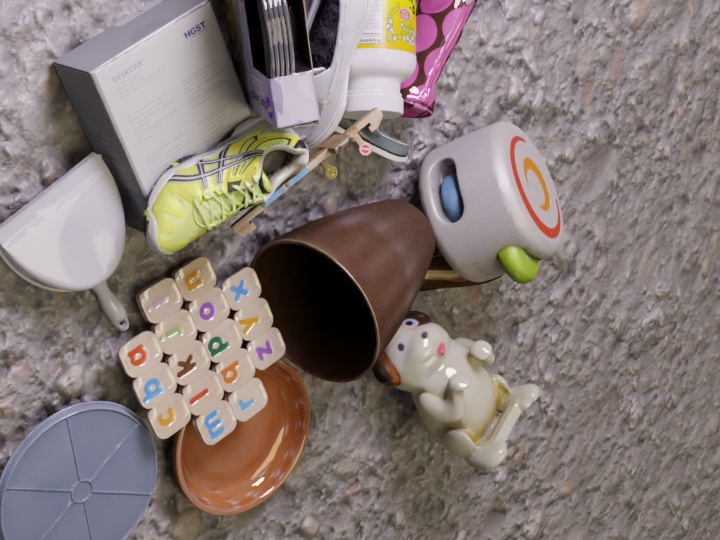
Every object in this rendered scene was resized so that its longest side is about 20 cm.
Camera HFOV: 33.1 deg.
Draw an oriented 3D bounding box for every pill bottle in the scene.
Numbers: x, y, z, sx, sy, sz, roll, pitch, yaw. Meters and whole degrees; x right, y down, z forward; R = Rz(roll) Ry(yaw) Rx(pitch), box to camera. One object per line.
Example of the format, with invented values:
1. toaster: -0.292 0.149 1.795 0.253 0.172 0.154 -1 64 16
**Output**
1. pill bottle: 0.011 -0.274 1.357 0.104 0.104 0.202 1 89 -43

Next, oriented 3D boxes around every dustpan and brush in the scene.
1. dustpan and brush: -0.282 -0.008 1.254 0.139 0.057 0.201 -42 123 -23

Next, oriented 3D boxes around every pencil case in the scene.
1. pencil case: 0.089 -0.280 1.470 0.091 0.093 0.201 26 87 -48

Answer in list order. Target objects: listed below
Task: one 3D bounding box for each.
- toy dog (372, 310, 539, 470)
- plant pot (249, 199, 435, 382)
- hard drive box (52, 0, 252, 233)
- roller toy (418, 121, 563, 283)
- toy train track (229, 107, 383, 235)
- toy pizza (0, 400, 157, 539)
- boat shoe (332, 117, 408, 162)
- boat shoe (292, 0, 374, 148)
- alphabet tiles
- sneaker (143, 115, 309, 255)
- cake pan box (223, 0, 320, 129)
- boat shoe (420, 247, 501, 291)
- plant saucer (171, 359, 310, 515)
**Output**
1. toy dog: 0.110 0.142 1.610 0.200 0.193 0.140 47 69 -19
2. plant pot: 0.000 0.000 1.446 0.200 0.186 0.188 -40 130 -41
3. hard drive box: -0.199 -0.159 1.251 0.156 0.076 0.201 -38 128 -28
4. roller toy: 0.162 -0.085 1.546 0.183 0.139 0.200 59 28 -18
5. toy train track: -0.051 -0.098 1.283 0.200 0.115 0.033 -39 101 -4
6. toy pizza: -0.311 0.235 1.323 0.199 0.032 0.202 -19 118 -38
7. boat shoe: -0.007 -0.182 1.430 0.199 0.073 0.062 21 94 -41
8. boat shoe: -0.043 -0.218 1.291 0.068 0.072 0.201 -24 148 -54
9. alphabet tiles: -0.176 0.091 1.369 0.195 0.015 0.201 -35 115 -33
10. sneaker: -0.136 -0.088 1.229 0.200 0.076 0.076 -44 132 -22
11. cake pan box: -0.095 -0.250 1.223 0.052 0.200 0.186 -14 113 -13
12. boat shoe: 0.106 -0.016 1.614 0.199 0.072 0.073 -4 78 -35
13. plant saucer: -0.147 0.195 1.461 0.199 0.037 0.202 -18 118 -38
